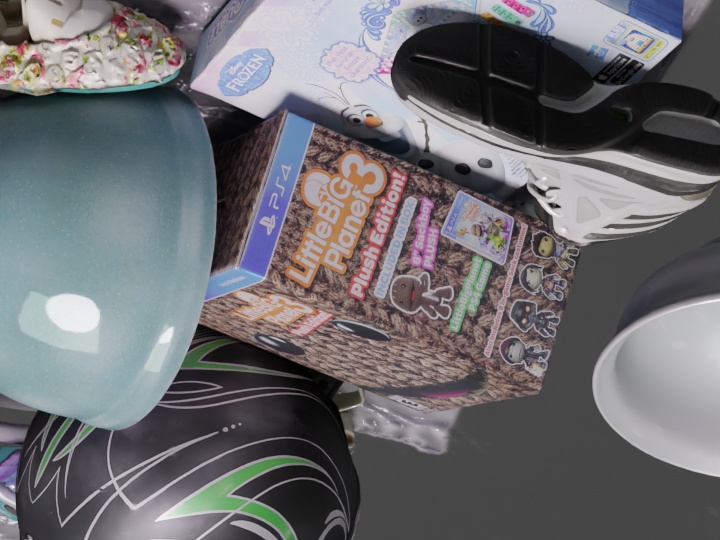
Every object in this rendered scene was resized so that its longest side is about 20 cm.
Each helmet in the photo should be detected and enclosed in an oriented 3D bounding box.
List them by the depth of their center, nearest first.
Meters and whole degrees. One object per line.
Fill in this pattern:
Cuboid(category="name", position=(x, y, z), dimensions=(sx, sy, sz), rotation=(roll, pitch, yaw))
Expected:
Cuboid(category="helmet", position=(-0.111, 0.125, 1.606), dimensions=(0.200, 0.200, 0.191), rotation=(-16, 140, 31))

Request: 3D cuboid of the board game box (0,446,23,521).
Cuboid(category="board game box", position=(-0.153, 0.174, 1.832), dimensions=(0.151, 0.047, 0.200), rotation=(33, 156, -30))

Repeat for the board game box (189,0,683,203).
Cuboid(category="board game box", position=(0.039, -0.127, 1.424), dimensions=(0.199, 0.043, 0.200), rotation=(22, 143, -21))

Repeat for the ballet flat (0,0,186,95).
Cuboid(category="ballet flat", position=(-0.198, -0.134, 1.446), dimensions=(0.200, 0.076, 0.064), rotation=(0, 124, 6))

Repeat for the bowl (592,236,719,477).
Cuboid(category="bowl", position=(0.243, 0.039, 1.575), dimensions=(0.201, 0.090, 0.201), rotation=(6, 144, 4))

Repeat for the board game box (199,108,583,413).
Cuboid(category="board game box", position=(0.000, 0.000, 1.522), dimensions=(0.200, 0.097, 0.159), rotation=(22, 164, -19))

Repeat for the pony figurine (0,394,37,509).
Cuboid(category="pony figurine", position=(-0.269, 0.101, 1.676), dimensions=(0.200, 0.193, 0.167), rotation=(19, 134, -27))

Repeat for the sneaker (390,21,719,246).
Cuboid(category="sneaker", position=(0.096, -0.060, 1.405), dimensions=(0.200, 0.076, 0.115), rotation=(15, 143, -16))

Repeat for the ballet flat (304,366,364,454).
Cuboid(category="ballet flat", position=(-0.034, 0.099, 1.741), dimensions=(0.068, 0.068, 0.200), rotation=(0, 146, -12))

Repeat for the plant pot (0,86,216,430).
Cuboid(category="plant pot", position=(-0.186, -0.017, 1.465), dimensions=(0.134, 0.200, 0.200), rotation=(10, 148, -29))
